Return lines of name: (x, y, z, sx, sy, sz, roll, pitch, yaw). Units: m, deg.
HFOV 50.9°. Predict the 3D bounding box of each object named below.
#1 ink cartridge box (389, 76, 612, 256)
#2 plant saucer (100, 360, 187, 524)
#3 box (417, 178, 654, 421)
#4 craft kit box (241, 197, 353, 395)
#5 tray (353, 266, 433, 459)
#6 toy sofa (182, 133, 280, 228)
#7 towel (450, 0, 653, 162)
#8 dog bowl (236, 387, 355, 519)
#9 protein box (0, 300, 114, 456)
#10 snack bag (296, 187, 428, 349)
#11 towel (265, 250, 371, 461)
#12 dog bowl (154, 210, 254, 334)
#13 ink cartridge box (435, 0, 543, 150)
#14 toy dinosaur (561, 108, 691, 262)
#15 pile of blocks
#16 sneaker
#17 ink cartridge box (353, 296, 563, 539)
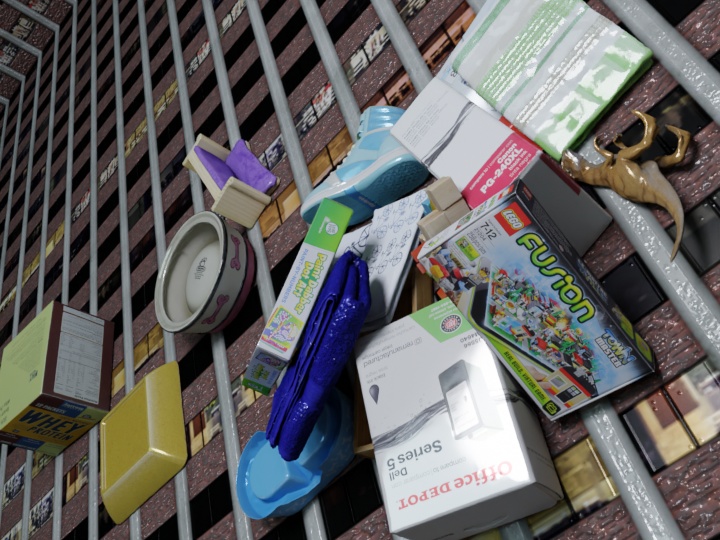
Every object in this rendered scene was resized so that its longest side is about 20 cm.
ink cartridge box: (0.140, -0.101, 0.783, 0.084, 0.145, 0.200, -50, 41, 12)
plant saucer: (-0.363, 0.271, 1.222, 0.200, 0.048, 0.201, -43, 44, 24)
box: (0.154, 0.030, 0.666, 0.110, 0.200, 0.035, -35, 11, 31)
craft kit box: (-0.081, 0.039, 0.932, 0.201, 0.048, 0.198, -68, 7, -25)
tray: (0.039, 0.106, 0.870, 0.098, 0.037, 0.202, -24, 53, 38)
toy sofa: (-0.221, -0.166, 1.278, 0.098, 0.082, 0.200, -54, 40, 12)
towel: (0.207, -0.233, 0.845, 0.149, 0.031, 0.200, -50, 58, 18)
dog bowl: (-0.073, 0.222, 0.921, 0.200, 0.049, 0.112, -47, 41, 20)
protein box: (-0.580, 0.207, 1.432, 0.198, 0.134, 0.201, -36, 45, 29)
snack bag: (0.000, 0.000, 0.936, 0.199, 0.021, 0.190, -21, 41, 51)
towel: (-0.049, 0.086, 0.822, 0.148, 0.049, 0.201, -97, 30, -69)
dog bowl: (-0.246, 0.011, 1.209, 0.199, 0.073, 0.202, -25, 54, 41)
ink cartridge box: (0.187, -0.246, 0.890, 0.161, 0.047, 0.200, -55, 38, 11)
toy dinosaur: (0.270, -0.087, 0.714, 0.107, 0.060, 0.200, -67, 27, 16)
pile of blocks: (0.079, -0.021, 0.766, 0.062, 0.200, 0.082, -34, 53, -5)
sneaker: (0.001, -0.145, 1.023, 0.199, 0.079, 0.132, -24, 54, 27)
ink cartridge box: (0.087, 0.140, 0.726, 0.145, 0.084, 0.201, -27, 54, 19)
